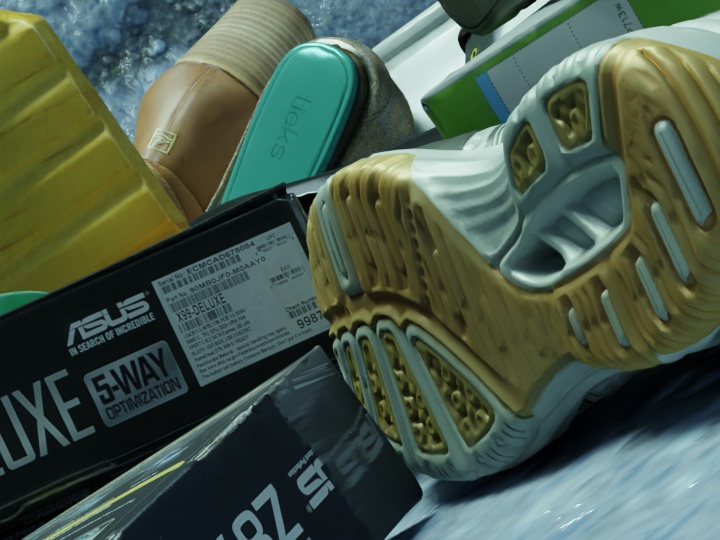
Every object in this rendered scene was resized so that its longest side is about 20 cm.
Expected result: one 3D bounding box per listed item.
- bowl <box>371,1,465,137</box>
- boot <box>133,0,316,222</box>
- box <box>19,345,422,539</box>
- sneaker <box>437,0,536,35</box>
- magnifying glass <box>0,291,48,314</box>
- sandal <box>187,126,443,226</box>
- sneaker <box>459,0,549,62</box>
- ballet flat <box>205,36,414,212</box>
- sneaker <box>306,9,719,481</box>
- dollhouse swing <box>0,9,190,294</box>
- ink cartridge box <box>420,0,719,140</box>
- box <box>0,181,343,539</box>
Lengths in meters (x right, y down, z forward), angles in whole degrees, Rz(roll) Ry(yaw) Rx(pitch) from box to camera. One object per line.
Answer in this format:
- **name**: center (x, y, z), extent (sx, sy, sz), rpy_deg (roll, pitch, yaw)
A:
- **bowl**: center (0.054, -0.070, 1.069), extent (0.201, 0.091, 0.201), rpy_deg (-35, 5, 3)
- **boot**: center (-0.068, 0.003, 1.079), extent (0.156, 0.076, 0.201), rpy_deg (-56, -16, -37)
- **box**: center (-0.098, 0.106, 0.573), extent (0.200, 0.049, 0.161), rpy_deg (-33, 6, 31)
- **sneaker**: center (0.064, -0.119, 0.697), extent (0.106, 0.075, 0.200), rpy_deg (-31, 12, -7)
- **magnifying glass**: center (-0.080, 0.025, 0.790), extent (0.199, 0.022, 0.080), rpy_deg (-10, -26, -45)
- **sandal**: center (0.000, 0.000, 0.885), extent (0.199, 0.075, 0.045), rpy_deg (-27, 38, 24)
- **sneaker**: center (0.050, -0.109, 0.956), extent (0.106, 0.075, 0.200), rpy_deg (-53, 41, -10)
- **ballet flat**: center (-0.038, 0.010, 0.984), extent (0.201, 0.068, 0.067), rpy_deg (-58, -30, 2)
- **sneaker**: center (0.058, -0.007, 0.561), extent (0.087, 0.076, 0.200), rpy_deg (-20, 0, -26)
- **dollhouse swing**: center (-0.157, 0.034, 0.809), extent (0.181, 0.200, 0.176), rpy_deg (-34, 3, 16)
- **ink cartridge box**: center (0.070, -0.043, 0.706), extent (0.200, 0.076, 0.148), rpy_deg (-30, 6, 42)
- **box**: center (-0.104, 0.060, 0.701), extent (0.199, 0.050, 0.158), rpy_deg (-25, -11, -14)
